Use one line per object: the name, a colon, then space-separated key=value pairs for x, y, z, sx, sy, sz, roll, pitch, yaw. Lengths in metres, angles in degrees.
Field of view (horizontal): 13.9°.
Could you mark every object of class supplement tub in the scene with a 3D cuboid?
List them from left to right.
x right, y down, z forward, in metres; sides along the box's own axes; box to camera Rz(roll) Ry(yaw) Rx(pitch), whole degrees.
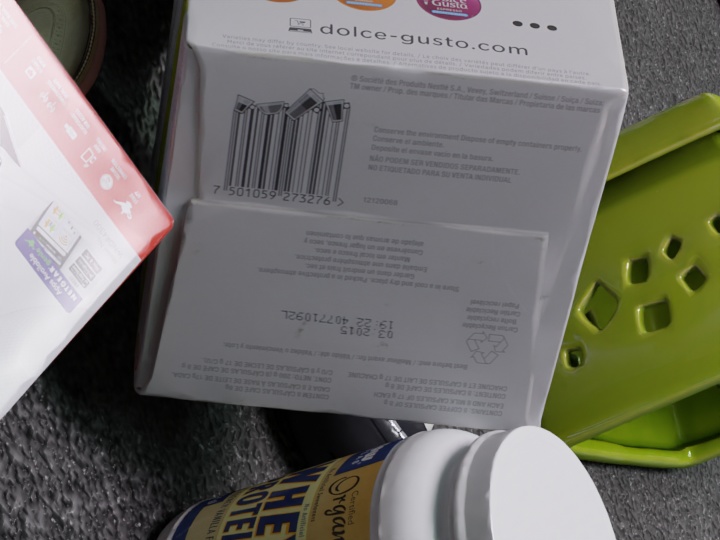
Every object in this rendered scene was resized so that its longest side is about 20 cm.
supplement tub: x=0.011 y=0.157 z=1.401 sx=0.144 sy=0.199 sz=0.145 roll=37 pitch=43 yaw=-45

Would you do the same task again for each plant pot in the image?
plant pot: x=0.214 y=0.005 z=1.850 sx=0.200 sy=0.198 sz=0.182 roll=13 pitch=56 yaw=-56

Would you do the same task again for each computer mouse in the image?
computer mouse: x=0.029 y=0.105 z=1.535 sx=0.046 sy=0.140 sz=0.201 roll=-29 pitch=99 yaw=-47

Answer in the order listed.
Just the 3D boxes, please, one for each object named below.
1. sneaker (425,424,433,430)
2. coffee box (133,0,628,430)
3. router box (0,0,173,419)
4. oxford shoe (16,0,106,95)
sneaker: x=0.000 y=0.000 z=1.601 sx=0.201 sy=0.072 sz=0.072 roll=67 pitch=17 yaw=-7
coffee box: x=0.004 y=-0.068 z=1.410 sx=0.198 sy=0.199 sz=0.201 roll=-91 pitch=-170 yaw=-53
router box: x=-0.196 y=-0.034 z=1.247 sx=0.180 sy=0.049 sz=0.200 roll=-51 pitch=119 yaw=-29
oxford shoe: x=-0.176 y=-0.089 z=1.364 sx=0.074 sy=0.071 sz=0.200 roll=54 pitch=33 yaw=-23
